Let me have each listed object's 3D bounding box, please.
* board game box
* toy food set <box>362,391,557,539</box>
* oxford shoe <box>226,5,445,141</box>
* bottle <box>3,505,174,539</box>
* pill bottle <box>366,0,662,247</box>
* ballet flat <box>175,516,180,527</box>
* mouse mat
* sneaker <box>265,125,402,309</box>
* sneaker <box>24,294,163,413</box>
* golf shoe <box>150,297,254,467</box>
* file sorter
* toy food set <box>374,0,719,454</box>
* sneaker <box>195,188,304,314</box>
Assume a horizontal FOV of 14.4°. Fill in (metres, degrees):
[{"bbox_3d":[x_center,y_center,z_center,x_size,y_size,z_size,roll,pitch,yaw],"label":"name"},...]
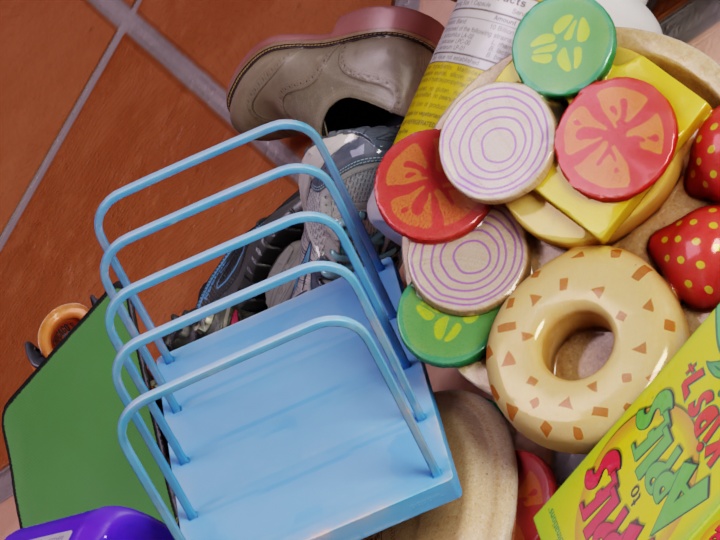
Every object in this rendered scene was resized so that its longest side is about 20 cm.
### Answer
[{"bbox_3d":[0.163,0.080,1.258,0.200,0.047,0.102,-51,29,22],"label":"board game box"},{"bbox_3d":[0.023,0.152,1.427,0.198,0.048,0.200,-53,27,19],"label":"toy food set"},{"bbox_3d":[-0.026,-0.103,1.751,0.200,0.070,0.075,-21,53,55],"label":"oxford shoe"},{"bbox_3d":[-0.163,0.175,1.537,0.200,0.083,0.066,-18,40,53],"label":"bottle"},{"bbox_3d":[0.090,-0.096,1.482,0.113,0.112,0.201,11,75,63],"label":"pill bottle"},{"bbox_3d":[-0.061,0.165,1.425,0.201,0.075,0.064,-83,-1,-45],"label":"ballet flat"},{"bbox_3d":[-0.151,0.127,1.608,0.161,0.007,0.201,-45,51,42],"label":"mouse mat"},{"bbox_3d":[0.000,0.000,1.574,0.201,0.077,0.087,108,159,-52],"label":"sneaker"},{"bbox_3d":[-0.155,0.063,1.748,0.077,0.112,0.200,-38,16,-10],"label":"sneaker"},{"bbox_3d":[-0.090,0.118,1.629,0.077,0.088,0.201,-6,59,58],"label":"golf shoe"},{"bbox_3d":[-0.050,0.036,1.405,0.138,0.123,0.200,-23,32,5],"label":"file sorter"},{"bbox_3d":[0.103,-0.026,1.363,0.198,0.049,0.200,38,92,28],"label":"toy food set"},{"bbox_3d":[-0.043,-0.013,1.691,0.200,0.073,0.082,-44,30,32],"label":"sneaker"}]
